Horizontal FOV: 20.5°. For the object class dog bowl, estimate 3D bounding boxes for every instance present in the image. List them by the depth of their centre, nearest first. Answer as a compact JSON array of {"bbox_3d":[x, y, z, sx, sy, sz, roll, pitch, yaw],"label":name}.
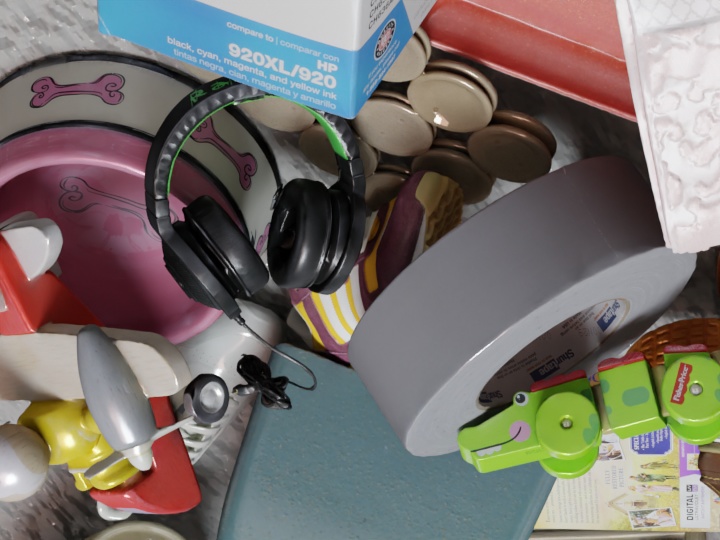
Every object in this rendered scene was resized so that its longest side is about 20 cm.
[{"bbox_3d":[-0.151,-0.031,1.213,0.199,0.074,0.201,5,135,5],"label":"dog bowl"}]

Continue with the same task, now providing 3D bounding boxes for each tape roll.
[{"bbox_3d":[0.093,0.023,1.140,0.200,0.066,0.200,-30,161,-11],"label":"tape roll"}]

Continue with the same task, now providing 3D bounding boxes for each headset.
[{"bbox_3d":[-0.060,-0.016,1.145,0.123,0.094,0.201,-12,109,-16],"label":"headset"}]

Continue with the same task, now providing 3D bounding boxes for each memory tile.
[{"bbox_3d":[0.002,-0.099,1.130,0.200,0.017,0.153,37,147,-24],"label":"memory tile"}]

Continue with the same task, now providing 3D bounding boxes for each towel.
[{"bbox_3d":[0.234,-0.109,1.004,0.199,0.032,0.192,-11,117,13],"label":"towel"}]

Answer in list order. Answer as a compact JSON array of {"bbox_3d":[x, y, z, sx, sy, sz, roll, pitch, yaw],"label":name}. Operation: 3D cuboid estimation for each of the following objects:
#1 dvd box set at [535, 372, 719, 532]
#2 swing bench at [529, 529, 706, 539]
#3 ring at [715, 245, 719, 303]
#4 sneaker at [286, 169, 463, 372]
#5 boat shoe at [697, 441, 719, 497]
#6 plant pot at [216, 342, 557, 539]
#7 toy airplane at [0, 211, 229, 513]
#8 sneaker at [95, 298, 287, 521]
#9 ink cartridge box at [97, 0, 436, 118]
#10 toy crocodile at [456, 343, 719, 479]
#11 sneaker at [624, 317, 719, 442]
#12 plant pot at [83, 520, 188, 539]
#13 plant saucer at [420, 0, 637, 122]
[{"bbox_3d":[0.168,0.120,1.331,0.199,0.030,0.147,-1,135,11],"label":"dvd box set"},{"bbox_3d":[0.146,0.287,1.381,0.198,0.201,0.130,-5,133,15],"label":"swing bench"},{"bbox_3d":[0.313,-0.001,1.193,0.199,0.019,0.201,6,136,6],"label":"ring"},{"bbox_3d":[0.000,0.000,1.201,0.090,0.075,0.200,26,144,7],"label":"sneaker"},{"bbox_3d":[0.273,0.150,1.260,0.072,0.068,0.200,7,168,39],"label":"boat shoe"},{"bbox_3d":[-0.009,0.200,1.272,0.195,0.201,0.197,22,154,4],"label":"plant pot"},{"bbox_3d":[-0.184,0.066,1.162,0.198,0.141,0.200,27,151,11],"label":"toy airplane"},{"bbox_3d":[-0.114,0.094,1.327,0.076,0.081,0.200,29,131,-16],"label":"sneaker"},{"bbox_3d":[-0.031,-0.208,0.938,0.144,0.147,0.201,21,139,15],"label":"ink cartridge box"},{"bbox_3d":[0.151,0.075,1.151,0.199,0.062,0.068,-16,161,7],"label":"toy crocodile"},{"bbox_3d":[0.258,0.078,1.213,0.199,0.076,0.092,4,164,9],"label":"sneaker"},{"bbox_3d":[-0.170,0.264,1.410,0.186,0.188,0.200,17,144,-6],"label":"plant pot"},{"bbox_3d":[0.149,-0.171,1.043,0.199,0.037,0.200,19,135,-9],"label":"plant saucer"}]
